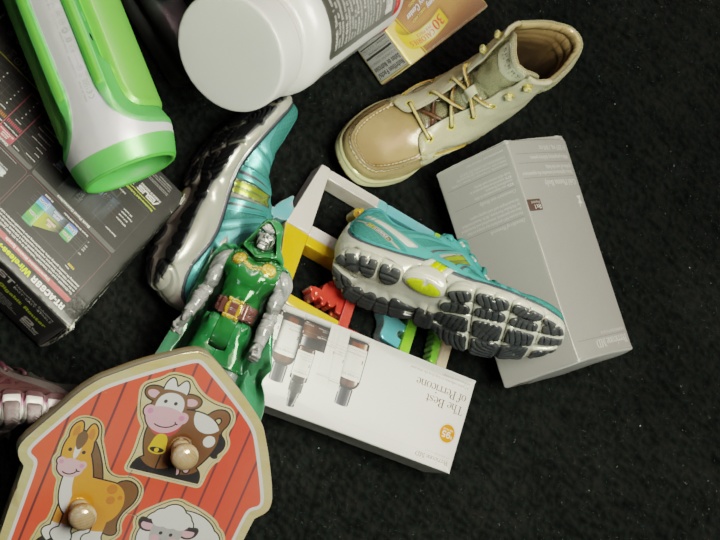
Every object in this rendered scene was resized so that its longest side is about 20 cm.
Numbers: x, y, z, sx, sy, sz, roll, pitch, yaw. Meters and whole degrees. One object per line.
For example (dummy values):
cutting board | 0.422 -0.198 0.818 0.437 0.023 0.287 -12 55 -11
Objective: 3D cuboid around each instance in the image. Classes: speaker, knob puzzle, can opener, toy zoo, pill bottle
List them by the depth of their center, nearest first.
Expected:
knob puzzle | -0.148 0.148 1.144 0.218 0.030 0.221 -8 114 -18
speaker | -0.203 -0.162 1.172 0.088 0.088 0.201 -19 84 -34
pill bottle | -0.055 -0.209 1.301 0.114 0.114 0.200 54 39 -6
can opener | -0.172 -0.251 1.314 0.067 0.053 0.201 -34 95 -34
toy zoo | 0.000 0.000 1.359 0.199 0.020 0.132 29 62 -21

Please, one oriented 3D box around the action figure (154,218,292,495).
action figure | -0.104 0.052 1.212 0.117 0.055 0.201 22 78 3

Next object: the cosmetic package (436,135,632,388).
cosmetic package | 0.151 -0.007 1.402 0.107 0.090 0.201 -10 77 -54

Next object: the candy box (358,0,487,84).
candy box | 0.009 -0.280 1.433 0.115 0.055 0.200 -40 96 -32

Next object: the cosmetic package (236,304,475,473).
cosmetic package | -0.010 0.093 1.293 0.199 0.051 0.083 22 79 -22

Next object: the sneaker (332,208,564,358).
sneaker | 0.077 0.006 1.315 0.199 0.078 0.080 24 50 1

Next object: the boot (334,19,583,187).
boot | 0.084 -0.145 1.374 0.199 0.154 0.072 -26 87 -37

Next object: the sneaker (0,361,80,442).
sneaker | -0.270 0.060 1.143 0.199 0.076 0.116 0 71 -31

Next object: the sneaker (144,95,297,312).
sneaker | -0.102 -0.053 1.291 0.080 0.077 0.201 37 68 -27

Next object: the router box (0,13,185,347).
router box | -0.250 -0.066 1.200 0.200 0.062 0.150 46 55 -11
